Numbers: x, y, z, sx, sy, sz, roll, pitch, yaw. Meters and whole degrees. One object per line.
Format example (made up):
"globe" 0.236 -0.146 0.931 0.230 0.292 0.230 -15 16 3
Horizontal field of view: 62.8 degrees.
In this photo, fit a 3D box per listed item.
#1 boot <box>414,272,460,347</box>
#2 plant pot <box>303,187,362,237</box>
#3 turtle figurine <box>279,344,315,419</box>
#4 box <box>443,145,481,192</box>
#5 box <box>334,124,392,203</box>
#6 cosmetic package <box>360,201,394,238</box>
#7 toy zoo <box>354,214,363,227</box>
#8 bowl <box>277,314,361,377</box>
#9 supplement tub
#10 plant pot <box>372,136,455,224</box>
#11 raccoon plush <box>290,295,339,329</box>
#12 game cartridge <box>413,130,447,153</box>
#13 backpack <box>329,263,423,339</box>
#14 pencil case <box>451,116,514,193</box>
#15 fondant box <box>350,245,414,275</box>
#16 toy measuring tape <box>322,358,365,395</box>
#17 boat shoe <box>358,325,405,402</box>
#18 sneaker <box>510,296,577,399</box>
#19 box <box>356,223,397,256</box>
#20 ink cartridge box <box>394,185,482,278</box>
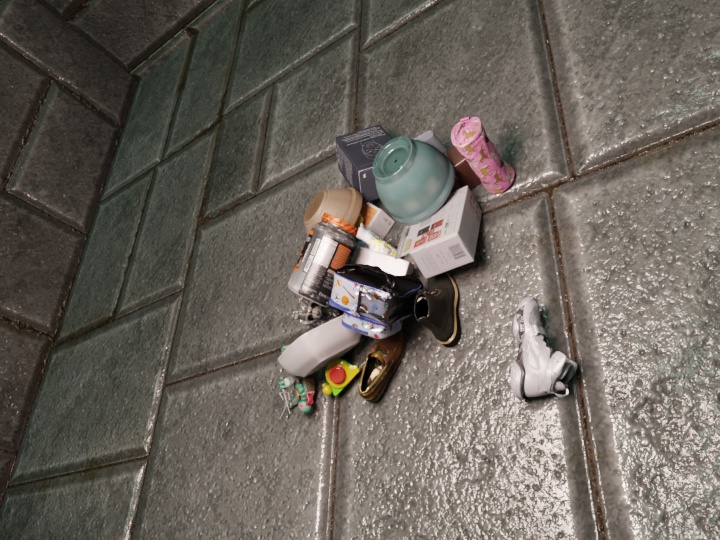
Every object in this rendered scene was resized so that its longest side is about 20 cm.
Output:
"boot" 0.164 0.055 1.336 0.076 0.138 0.204 -30 47 24
"plant pot" -0.089 -0.148 1.579 0.201 0.092 0.203 -44 26 29
"turtle figurine" -0.164 0.300 1.518 0.098 0.152 0.203 -3 47 -10
"box" 0.202 -0.222 1.502 0.198 0.100 0.076 -31 46 24
"box" 0.030 -0.303 1.662 0.145 0.109 0.202 -18 43 -12
"cosmetic package" -0.006 -0.085 1.630 0.101 0.071 0.202 33 89 48
"toy zoo" -0.058 -0.099 1.606 0.202 0.020 0.131 -56 25 2
"bowl" -0.087 0.186 1.445 0.076 0.197 0.200 58 141 12
"supplement tub" -0.086 -0.026 1.423 0.121 0.121 0.204 23 88 47
"plant pot" 0.111 -0.234 1.418 0.197 0.134 0.204 -25 47 29
"raccoon plush" -0.152 0.115 1.573 0.198 0.132 0.099 -18 59 49
"game cartridge" 0.141 -0.267 1.562 0.199 0.133 0.041 -42 36 15
"backpack" 0.025 0.060 1.349 0.187 0.199 0.158 24 101 22
"pencil case" 0.287 -0.268 1.377 0.083 0.199 0.087 -43 42 9
"fondant box" 0.019 0.025 1.474 0.195 0.058 0.148 17 87 21
"toy measuring tape" -0.027 0.226 1.455 0.200 0.073 0.074 -47 43 4
"boat shoe" 0.052 0.207 1.381 0.070 0.068 0.204 13 71 25
"sneaker" 0.359 0.151 1.147 0.113 0.075 0.205 -5 67 40
"box" 0.000 0.000 1.543 0.135 0.038 0.202 36 90 11
"ink cartridge box" 0.186 -0.085 1.395 0.173 0.084 0.202 -21 29 32
